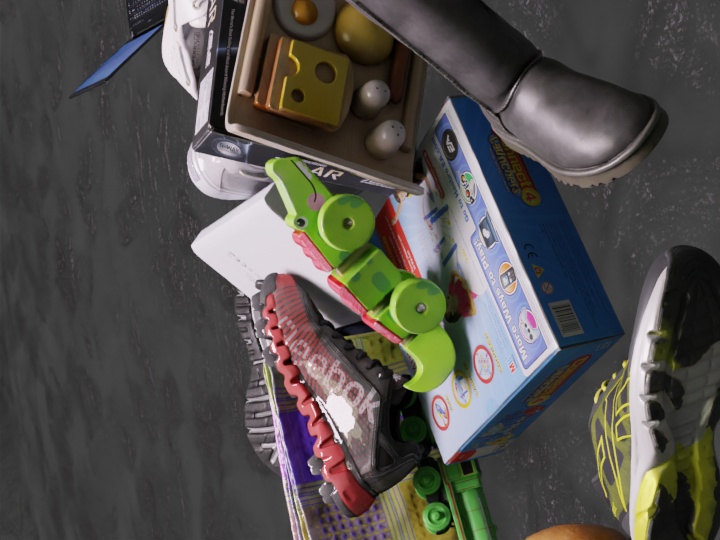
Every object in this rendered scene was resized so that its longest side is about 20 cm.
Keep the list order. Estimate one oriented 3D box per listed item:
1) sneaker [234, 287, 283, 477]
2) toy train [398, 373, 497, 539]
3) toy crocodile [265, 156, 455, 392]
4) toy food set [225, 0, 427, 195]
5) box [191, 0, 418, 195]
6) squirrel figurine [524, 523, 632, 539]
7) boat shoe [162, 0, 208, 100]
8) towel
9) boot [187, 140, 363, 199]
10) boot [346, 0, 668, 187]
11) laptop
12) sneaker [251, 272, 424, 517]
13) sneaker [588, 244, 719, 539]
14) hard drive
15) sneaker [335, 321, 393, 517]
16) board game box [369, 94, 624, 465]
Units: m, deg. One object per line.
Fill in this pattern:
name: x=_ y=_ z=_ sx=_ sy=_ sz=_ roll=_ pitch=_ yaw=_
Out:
sneaker: x=-0.060 y=0.097 z=1.221 sx=0.078 sy=0.090 sz=0.202 roll=-12 pitch=78 yaw=37
toy train: x=0.071 y=0.173 z=1.008 sx=0.042 sy=0.056 sz=0.202 roll=73 pitch=-179 yaw=-72
toy crocodile: x=0.000 y=0.000 z=0.894 sx=0.200 sy=0.062 sz=0.067 roll=49 pitch=174 yaw=-16
toy food set: x=-0.006 y=-0.164 z=0.890 sx=0.060 sy=0.142 sz=0.202 roll=149 pitch=134 yaw=-62
box: x=-0.034 y=-0.169 z=0.939 sx=0.043 sy=0.159 sz=0.202 roll=150 pitch=129 yaw=-62
squirrel figurine: x=0.161 y=0.263 z=0.811 sx=0.199 sy=0.141 sz=0.189 roll=21 pitch=107 yaw=45
boat shoe: x=-0.126 y=-0.228 z=1.063 sx=0.201 sy=0.070 sz=0.070 roll=97 pitch=150 yaw=-46
towel: x=0.004 y=0.150 z=1.045 sx=0.023 sy=0.142 sz=0.202 roll=126 pitch=133 yaw=-70
boot: x=-0.036 y=-0.093 z=1.020 sx=0.095 sy=0.199 sz=0.074 roll=-17 pitch=83 yaw=42
boot: x=0.071 y=-0.141 z=0.766 sx=0.200 sy=0.073 sz=0.181 roll=45 pitch=168 yaw=-28
laptop: x=-0.300 y=-0.322 z=1.553 sx=0.177 sy=0.102 sz=0.202 roll=2 pitch=100 yaw=63
sneaker: x=-0.014 y=0.084 z=0.993 sx=0.202 sy=0.097 sz=0.071 roll=64 pitch=-173 yaw=14
sneaker: x=0.170 y=0.077 z=0.761 sx=0.085 sy=0.074 sz=0.202 roll=35 pitch=129 yaw=56
hard drive: x=-0.056 y=-0.003 z=1.040 sx=0.132 sy=0.027 sz=0.200 roll=40 pitch=159 yaw=-12
sneaker: x=0.006 y=0.120 z=1.096 sx=0.201 sy=0.069 sz=0.109 roll=-110 pitch=26 yaw=-43
board game box: x=0.085 y=0.010 z=0.932 sx=0.201 sy=0.055 sz=0.196 roll=69 pitch=152 yaw=23
